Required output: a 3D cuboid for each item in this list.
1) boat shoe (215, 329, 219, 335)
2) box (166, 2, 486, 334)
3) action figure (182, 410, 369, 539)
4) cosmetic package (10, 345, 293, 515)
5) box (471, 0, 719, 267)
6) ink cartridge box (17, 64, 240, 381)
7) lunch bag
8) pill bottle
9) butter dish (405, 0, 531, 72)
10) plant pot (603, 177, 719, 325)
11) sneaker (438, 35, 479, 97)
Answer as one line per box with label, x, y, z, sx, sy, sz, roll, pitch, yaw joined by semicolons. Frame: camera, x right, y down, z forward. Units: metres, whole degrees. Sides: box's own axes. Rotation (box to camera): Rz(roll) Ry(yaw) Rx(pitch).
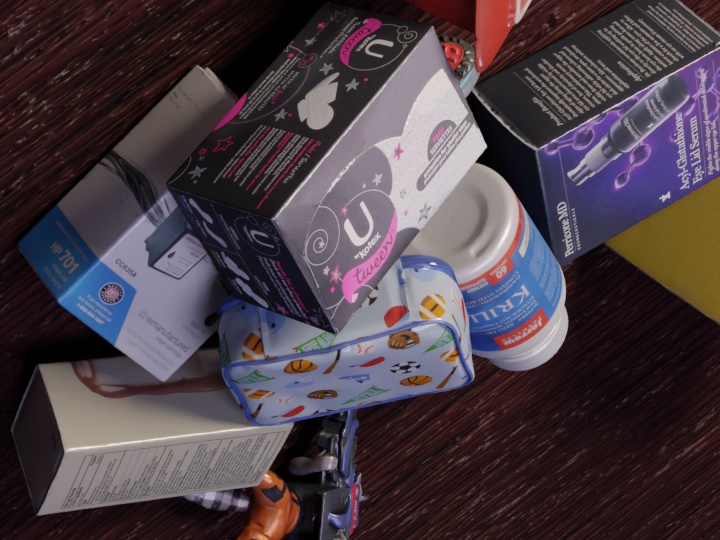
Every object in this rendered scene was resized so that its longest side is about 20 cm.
boat shoe;-0.036;0.042;1.754;0.201;0.061;0.072;-2;153;-37
box;-0.019;-0.076;1.560;0.200;0.115;0.132;-50;135;-23
action figure;-0.067;0.183;1.895;0.193;0.105;0.200;8;94;-47
cosmetic package;-0.169;0.126;1.726;0.200;0.087;0.103;-4;146;-30
box;0.209;-0.121;1.811;0.200;0.104;0.148;-30;137;-12
ink cartridge box;-0.139;-0.035;1.644;0.200;0.086;0.146;-44;137;4
lunch bag;-0.014;0.059;1.655;0.200;0.076;0.160;-10;155;6
pill bottle;0.105;0.005;1.756;0.112;0.112;0.200;-41;144;-1
butter dish;0.068;-0.279;1.560;0.200;0.148;0.200;-61;158;-46
plant pot;0.378;-0.043;1.942;0.194;0.195;0.200;24;101;-45
sneaker;0.027;-0.108;1.724;0.200;0.079;0.095;-45;148;16
